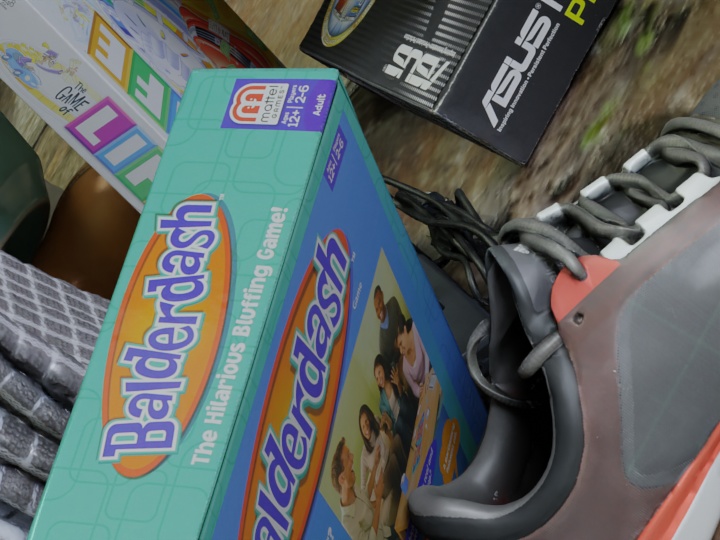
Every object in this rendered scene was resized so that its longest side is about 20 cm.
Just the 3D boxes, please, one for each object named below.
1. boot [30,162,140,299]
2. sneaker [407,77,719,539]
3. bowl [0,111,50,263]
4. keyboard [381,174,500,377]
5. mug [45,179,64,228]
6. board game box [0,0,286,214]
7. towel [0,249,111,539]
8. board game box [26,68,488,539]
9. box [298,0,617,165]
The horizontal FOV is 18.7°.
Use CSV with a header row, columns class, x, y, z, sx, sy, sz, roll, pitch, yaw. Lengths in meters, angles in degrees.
class,x,y,z,sx,sy,sz,roll,pitch,yaw
boot,-0.158,0.049,1.040,0.201,0.073,0.155,-66,-9,29
sneaker,0.078,0.000,0.578,0.201,0.082,0.077,-63,20,-4
bowl,-0.222,-0.011,1.059,0.202,0.104,0.201,-61,-1,-2
keyboard,0.000,0.000,0.777,0.104,0.040,0.200,-34,21,-4
mug,-0.256,-0.004,1.260,0.149,0.175,0.200,-65,20,-10
board game box,-0.086,-0.083,0.918,0.034,0.200,0.135,-30,32,23
towel,-0.088,0.060,0.732,0.086,0.199,0.166,-56,21,9
board game box,-0.014,0.068,0.576,0.045,0.201,0.153,3,56,21
box,0.054,-0.136,0.871,0.161,0.044,0.200,-60,20,3
